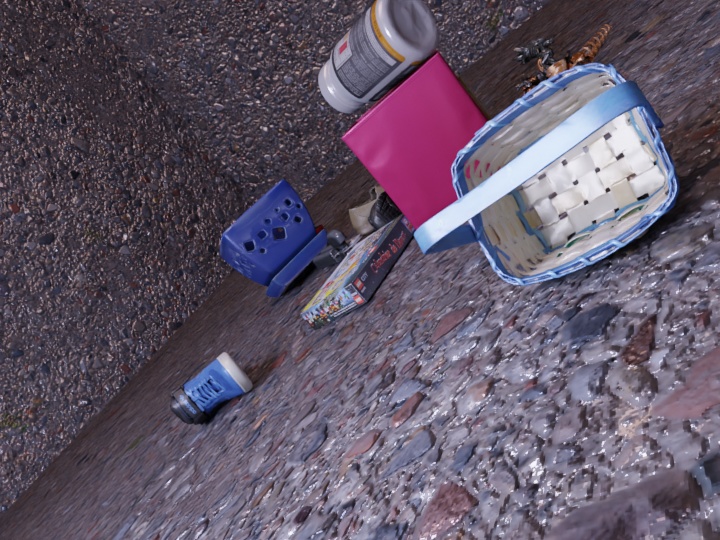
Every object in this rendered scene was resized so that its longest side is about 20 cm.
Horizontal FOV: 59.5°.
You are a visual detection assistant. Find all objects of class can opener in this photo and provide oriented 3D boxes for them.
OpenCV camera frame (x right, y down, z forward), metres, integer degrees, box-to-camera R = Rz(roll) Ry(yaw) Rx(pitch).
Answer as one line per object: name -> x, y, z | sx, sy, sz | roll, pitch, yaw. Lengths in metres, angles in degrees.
can opener -> -0.053, -0.048, 1.320 | 0.053, 0.067, 0.200 | -45, 6, -23

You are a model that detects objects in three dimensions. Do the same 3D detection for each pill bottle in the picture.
pill bottle -> 0.022, -0.339, 0.999 | 0.199, 0.117, 0.117 | -26, 19, 51

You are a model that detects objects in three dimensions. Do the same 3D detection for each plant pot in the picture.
plant pot -> -0.194, -0.058, 1.459 | 0.200, 0.180, 0.200 | -45, 1, -19

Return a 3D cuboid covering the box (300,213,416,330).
box -> 0.000, 0.000, 1.016 | 0.136, 0.038, 0.200 | -30, 16, 45

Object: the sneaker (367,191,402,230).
sneaker -> 0.051, -0.102, 1.172 | 0.091, 0.076, 0.200 | -43, 1, 24

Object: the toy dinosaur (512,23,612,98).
toy dinosaur -> 0.321, -0.313, 1.029 | 0.198, 0.102, 0.136 | -24, 39, 13

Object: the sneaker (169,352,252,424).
sneaker -> -0.244, 0.196, 0.999 | 0.111, 0.077, 0.200 | -40, 6, -25

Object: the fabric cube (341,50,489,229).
fabric cube -> 0.113, -0.219, 1.046 | 0.196, 0.200, 0.200 | -39, 12, 17

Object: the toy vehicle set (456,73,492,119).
toy vehicle set -> 0.199, -0.308, 1.264 | 0.026, 0.125, 0.200 | -31, 15, 38

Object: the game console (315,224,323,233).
game console -> -0.210, -0.079, 2.011 | 0.177, 0.031, 0.200 | -46, 13, -16

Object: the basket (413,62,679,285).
basket -> 0.150, -0.071, 0.480 | 0.176, 0.140, 0.199 | -34, -16, 35

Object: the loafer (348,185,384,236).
loafer -> 0.057, -0.152, 1.297 | 0.200, 0.068, 0.076 | -41, 11, -8
